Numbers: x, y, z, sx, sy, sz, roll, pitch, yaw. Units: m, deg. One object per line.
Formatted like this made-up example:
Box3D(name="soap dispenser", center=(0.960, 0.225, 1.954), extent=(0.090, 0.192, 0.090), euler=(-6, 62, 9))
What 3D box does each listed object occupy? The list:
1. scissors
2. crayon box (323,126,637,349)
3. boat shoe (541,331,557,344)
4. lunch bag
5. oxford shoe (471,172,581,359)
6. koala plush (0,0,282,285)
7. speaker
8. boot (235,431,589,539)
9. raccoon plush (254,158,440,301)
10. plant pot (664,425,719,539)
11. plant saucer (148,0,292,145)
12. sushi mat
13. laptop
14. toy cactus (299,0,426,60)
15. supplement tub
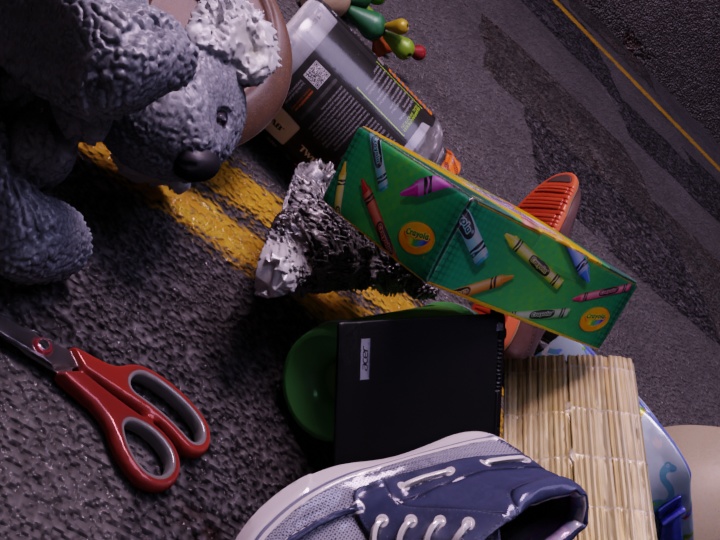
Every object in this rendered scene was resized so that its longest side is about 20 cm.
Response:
Box3D(name="scissors", center=(-0.165, 0.047, 0.528), extent=(0.200, 0.014, 0.073), euler=(43, 31, -11))
Box3D(name="crayon box", center=(0.084, -0.018, 0.642), extent=(0.199, 0.059, 0.119), euler=(20, 14, -44))
Box3D(name="boat shoe", center=(0.149, 0.017, 0.978), extent=(0.200, 0.070, 0.066), euler=(48, 47, -12))
Box3D(name="lunch bag", center=(0.194, 0.154, 0.761), extent=(0.161, 0.082, 0.201), euler=(53, -5, 37))
Box3D(name="oxford shoe", center=(0.171, 0.001, 0.931), extent=(0.072, 0.202, 0.071), euler=(33, -10, -31))
Box3D(name="koala plush", center=(-0.145, -0.111, 0.587), extent=(0.199, 0.178, 0.184), euler=(-3, 47, -52))
Box3D(name="speaker", center=(0.029, 0.071, 0.706), extent=(0.199, 0.088, 0.089), euler=(-5, 59, -58))
Box3D(name="boot", center=(0.029, 0.145, 0.526), extent=(0.198, 0.090, 0.074), euler=(-19, 106, -28))
Box3D(name="raccoon plush", center=(0.000, 0.000, 0.687), extent=(0.132, 0.098, 0.201), euler=(16, 30, -1))
Box3D(name="plant pot", center=(0.335, 0.229, 0.915), extent=(0.199, 0.134, 0.202), euler=(35, 31, -25))
Box3D(name="plant saucer", center=(-0.140, -0.185, 0.719), extent=(0.197, 0.034, 0.203), euler=(10, 65, -21))
Box3D(name="sushi mat", center=(0.140, 0.126, 0.625), extent=(0.201, 0.094, 0.012), euler=(-78, 162, -52))
Box3D(name="laptop", center=(0.044, 0.110, 0.647), extent=(0.200, 0.101, 0.180), euler=(-42, 135, -81))
Box3D(name="toy cactus", center=(-0.006, -0.336, 1.163), extent=(0.164, 0.102, 0.202), euler=(-25, 85, -52))
Box3D(name="supplement tub", center=(-0.011, -0.130, 0.854), extent=(0.200, 0.122, 0.123), euler=(44, 28, -12))
